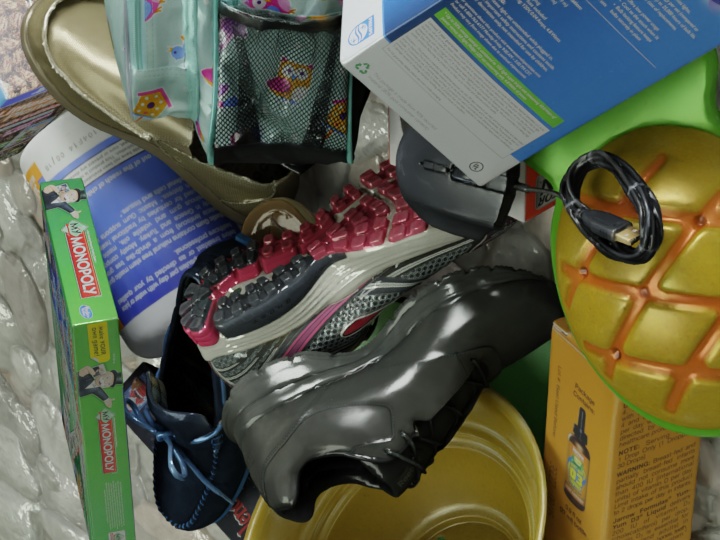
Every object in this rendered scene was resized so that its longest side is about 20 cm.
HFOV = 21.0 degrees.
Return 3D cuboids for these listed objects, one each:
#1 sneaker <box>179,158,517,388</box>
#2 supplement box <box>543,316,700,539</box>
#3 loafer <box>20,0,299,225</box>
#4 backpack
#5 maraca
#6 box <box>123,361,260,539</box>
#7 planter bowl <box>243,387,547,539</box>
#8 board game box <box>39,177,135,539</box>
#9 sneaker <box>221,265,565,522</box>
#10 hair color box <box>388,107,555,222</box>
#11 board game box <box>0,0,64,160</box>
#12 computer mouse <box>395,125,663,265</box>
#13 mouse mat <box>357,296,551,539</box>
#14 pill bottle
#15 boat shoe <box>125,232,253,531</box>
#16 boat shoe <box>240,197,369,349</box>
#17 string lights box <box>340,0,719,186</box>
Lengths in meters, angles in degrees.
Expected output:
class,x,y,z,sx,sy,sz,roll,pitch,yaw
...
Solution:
class,x,y,z,sx,sy,sz,roll,pitch,yaw
sneaker,0.000,0.000,1.079,0.075,0.199,0.081,57,-168,-32
supplement box,0.139,0.116,1.042,0.067,0.068,0.201,45,145,47
loafer,-0.112,-0.106,1.168,0.199,0.076,0.067,34,154,-14
backpack,-0.060,-0.175,1.022,0.176,0.152,0.201,-102,22,-54
maraca,0.147,-0.018,0.922,0.136,0.107,0.201,-25,85,29
box,-0.068,0.152,1.284,0.200,0.038,0.137,45,-178,22
planter bowl,0.034,0.165,1.083,0.200,0.201,0.083,17,161,44
board game box,-0.166,0.064,1.187,0.135,0.029,0.201,-114,20,-47
sneaker,0.027,0.071,1.042,0.076,0.199,0.091,54,-171,-51
hair color box,0.067,-0.137,0.983,0.101,0.061,0.201,25,130,38
board game box,-0.279,-0.169,1.357,0.200,0.097,0.160,-31,87,54
computer mouse,0.071,-0.039,0.921,0.200,0.034,0.059,19,99,56
mouse mat,0.042,0.094,1.129,0.199,0.008,0.162,14,115,21
pill bottle,-0.125,-0.014,1.252,0.201,0.112,0.112,59,144,5
boat shoe,-0.105,0.070,1.163,0.084,0.068,0.202,25,119,32
boat shoe,-0.006,0.043,1.175,0.071,0.064,0.201,-23,98,32
string lights box,0.098,-0.128,0.850,0.199,0.059,0.103,-30,129,29
